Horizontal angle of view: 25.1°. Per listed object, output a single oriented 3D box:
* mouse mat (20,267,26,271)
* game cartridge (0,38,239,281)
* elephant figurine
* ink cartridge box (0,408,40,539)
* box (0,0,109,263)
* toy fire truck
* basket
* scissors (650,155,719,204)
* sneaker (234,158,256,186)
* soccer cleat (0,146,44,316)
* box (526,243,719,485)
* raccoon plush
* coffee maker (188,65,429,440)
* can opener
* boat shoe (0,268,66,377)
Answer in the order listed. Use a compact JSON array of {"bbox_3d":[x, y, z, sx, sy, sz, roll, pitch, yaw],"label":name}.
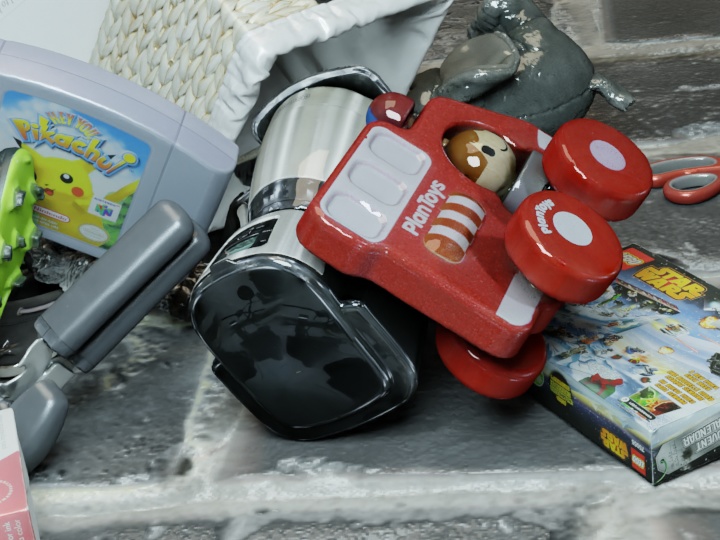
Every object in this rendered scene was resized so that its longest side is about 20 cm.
[{"bbox_3d":[-0.330,0.028,1.207,0.198,0.008,0.161,7,28,29],"label":"mouse mat"},{"bbox_3d":[-0.183,-0.072,1.016,0.198,0.134,0.041,20,42,-8],"label":"game cartridge"},{"bbox_3d":[0.086,-0.130,1.310,0.200,0.142,0.155,-34,2,-37],"label":"elephant figurine"},{"bbox_3d":[-0.275,0.148,0.869,0.198,0.068,0.117,-13,26,-12],"label":"ink cartridge box"},{"bbox_3d":[-0.262,-0.142,1.248,0.130,0.201,0.199,5,44,47],"label":"box"},{"bbox_3d":[0.066,-0.037,0.943,0.167,0.112,0.200,32,40,-1],"label":"toy fire truck"},{"bbox_3d":[-0.072,-0.164,1.169,0.197,0.200,0.161,-26,67,-39],"label":"basket"},{"bbox_3d":[0.319,-0.084,1.266,0.198,0.014,0.073,-12,24,-6],"label":"scissors"},{"bbox_3d":[-0.090,-0.090,1.320,0.198,0.076,0.115,-17,27,-9],"label":"sneaker"},{"bbox_3d":[-0.253,0.015,0.995,0.080,0.202,0.068,19,9,7],"label":"soccer cleat"},{"bbox_3d":[0.174,0.051,0.992,0.136,0.040,0.200,-19,28,-21],"label":"box"},{"bbox_3d":[-0.149,-0.055,1.113,0.198,0.135,0.097,14,30,-6],"label":"raccoon plush"},{"bbox_3d":[0.000,0.000,1.008,0.191,0.135,0.201,29,43,-12],"label":"coffee maker"},{"bbox_3d":[-0.163,0.049,0.984,0.200,0.053,0.067,-45,62,-2],"label":"can opener"},{"bbox_3d":[-0.204,0.007,1.159,0.066,0.057,0.200,7,29,28],"label":"boat shoe"}]
